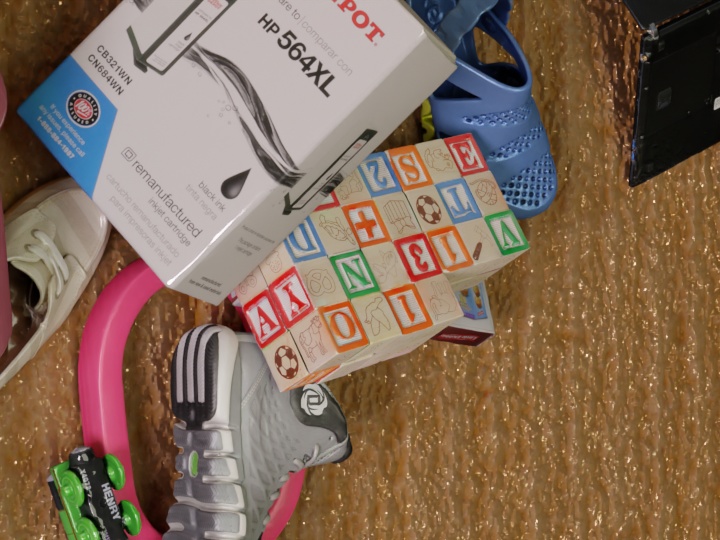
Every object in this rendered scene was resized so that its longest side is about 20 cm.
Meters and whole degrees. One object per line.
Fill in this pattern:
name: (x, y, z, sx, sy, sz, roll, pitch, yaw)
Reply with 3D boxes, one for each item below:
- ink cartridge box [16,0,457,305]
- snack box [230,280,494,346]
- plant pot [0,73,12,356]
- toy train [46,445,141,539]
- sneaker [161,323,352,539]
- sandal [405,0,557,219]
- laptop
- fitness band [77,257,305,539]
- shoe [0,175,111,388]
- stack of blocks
ink cartridge box: (-0.068, -0.104, 1.182, 0.200, 0.146, 0.084, -45, 163, 6)
snack box: (0.000, 0.000, 1.342, 0.199, 0.024, 0.072, 11, 57, -37)
plant pot: (-0.265, -0.026, 1.083, 0.199, 0.199, 0.180, -34, 127, -28)
toy train: (-0.139, 0.200, 1.241, 0.042, 0.056, 0.201, -20, 93, -35)
sneaker: (-0.054, 0.134, 1.266, 0.115, 0.075, 0.202, 2, 93, -35)
sandal: (0.080, -0.118, 1.373, 0.079, 0.087, 0.201, -43, 119, -26)
laptop: (0.230, -0.194, 1.519, 0.177, 0.103, 0.201, -27, 135, -30)
fitness band: (-0.103, 0.086, 1.294, 0.143, 0.037, 0.202, -11, 99, -32)
shoe: (-0.202, 0.027, 1.203, 0.070, 0.053, 0.200, 49, 67, -28)
stack of blocks: (0.013, -0.009, 1.296, 0.199, 0.058, 0.116, -16, 76, -45)
